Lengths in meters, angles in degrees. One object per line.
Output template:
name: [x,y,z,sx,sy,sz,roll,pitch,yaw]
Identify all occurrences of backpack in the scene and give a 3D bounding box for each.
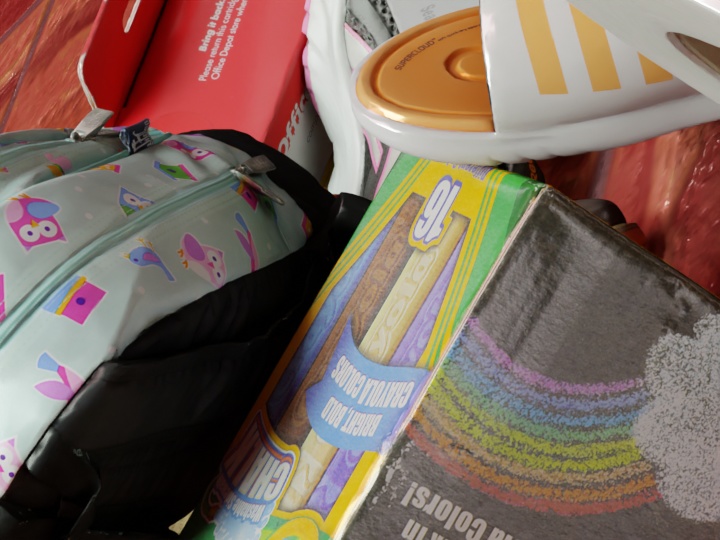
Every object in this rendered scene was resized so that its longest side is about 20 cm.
backpack: [-0.097,0.030,0.946,0.167,0.127,0.200,-61,-14,16]

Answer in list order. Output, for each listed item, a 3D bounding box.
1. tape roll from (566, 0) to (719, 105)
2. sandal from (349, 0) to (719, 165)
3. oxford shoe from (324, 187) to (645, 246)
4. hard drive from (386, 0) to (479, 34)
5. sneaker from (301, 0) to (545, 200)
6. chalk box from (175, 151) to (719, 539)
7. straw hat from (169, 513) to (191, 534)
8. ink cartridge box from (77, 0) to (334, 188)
tape roll: [0.137,-0.059,0.717,0.071,0.202,0.202,-60,19,1]
sandal: [0.096,-0.082,0.872,0.079,0.206,0.059,-100,2,-56]
oxford shoe: [0.000,0.000,1.051,0.200,0.073,0.071,-17,-6,12]
hard drive: [0.106,-0.113,0.979,0.200,0.026,0.132,-23,25,3]
sneaker: [0.033,-0.050,1.117,0.086,0.080,0.200,4,92,36]
chalk box: [0.031,0.079,0.897,0.200,0.124,0.124,-58,19,1]
straw hat: [-0.114,0.147,1.146,0.201,0.085,0.201,-164,90,-85]
ink cartridge box: [-0.037,-0.058,1.173,0.067,0.200,0.116,5,57,21]
